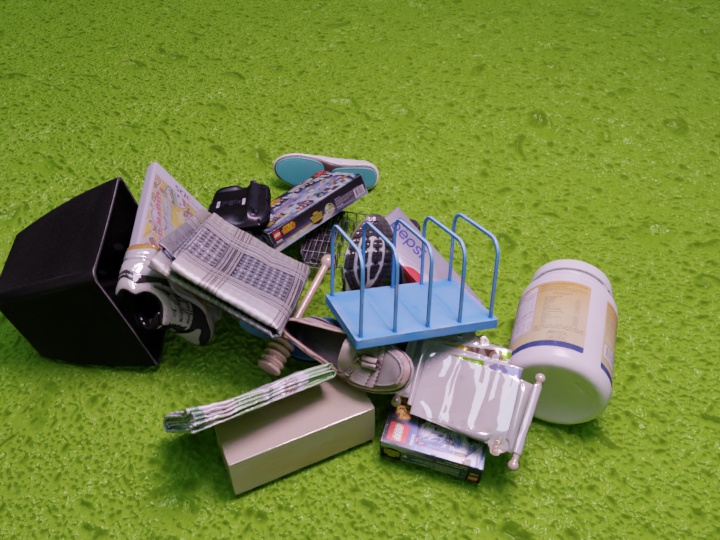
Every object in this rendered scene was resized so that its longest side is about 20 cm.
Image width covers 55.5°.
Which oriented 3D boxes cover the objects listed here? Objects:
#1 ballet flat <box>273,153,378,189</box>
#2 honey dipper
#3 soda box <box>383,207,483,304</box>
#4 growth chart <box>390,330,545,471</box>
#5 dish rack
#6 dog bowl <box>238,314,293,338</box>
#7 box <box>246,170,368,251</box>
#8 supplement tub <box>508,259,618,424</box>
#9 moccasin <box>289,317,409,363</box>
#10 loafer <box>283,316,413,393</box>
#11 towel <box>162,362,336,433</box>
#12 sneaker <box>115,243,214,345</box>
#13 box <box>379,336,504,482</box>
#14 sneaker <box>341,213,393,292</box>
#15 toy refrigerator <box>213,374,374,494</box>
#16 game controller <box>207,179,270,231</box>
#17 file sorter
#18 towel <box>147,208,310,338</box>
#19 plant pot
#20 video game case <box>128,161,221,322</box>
[{"bbox_3d":[-0.064,-0.187,1.286,0.196,0.070,0.070,4,46,-5],"label":"ballet flat"},{"bbox_3d":[-0.086,0.059,1.002,0.038,0.038,0.202,21,64,17],"label":"honey dipper"},{"bbox_3d":[0.091,0.006,1.045,0.068,0.063,0.200,-38,85,-28],"label":"soda box"},{"bbox_3d":[0.137,0.147,0.884,0.198,0.018,0.146,22,73,24],"label":"growth chart"},{"bbox_3d":[0.002,-0.037,1.147,0.196,0.055,0.155,8,45,7],"label":"dish rack"},{"bbox_3d":[-0.178,0.014,1.028,0.199,0.050,0.112,39,35,-5],"label":"dog bowl"},{"bbox_3d":[-0.102,-0.105,1.163,0.199,0.040,0.136,-36,27,-25],"label":"box"},{"bbox_3d":[0.287,0.096,0.969,0.142,0.146,0.201,15,47,12],"label":"supplement tub"},{"bbox_3d":[-0.018,0.114,0.982,0.197,0.068,0.081,-3,56,30],"label":"moccasin"},{"bbox_3d":[-0.024,0.108,0.896,0.198,0.063,0.073,19,87,38],"label":"loafer"},{"bbox_3d":[-0.145,0.161,0.879,0.198,0.149,0.031,-17,87,-31],"label":"towel"},{"bbox_3d":[-0.276,0.057,0.953,0.074,0.201,0.089,-8,47,21],"label":"sneaker"},{"bbox_3d":[0.117,0.178,0.945,0.135,0.040,0.201,14,48,10],"label":"box"},{"bbox_3d":[0.000,0.000,1.023,0.076,0.203,0.089,2,31,-15],"label":"sneaker"},{"bbox_3d":[-0.084,0.211,0.897,0.197,0.071,0.076,-18,42,-19],"label":"toy refrigerator"},{"bbox_3d":[-0.202,-0.105,1.142,0.103,0.043,0.200,-16,23,0],"label":"game controller"},{"bbox_3d":[0.066,0.004,0.903,0.197,0.125,0.139,-7,24,-18],"label":"file sorter"},{"bbox_3d":[-0.171,-0.008,0.946,0.198,0.035,0.193,29,28,-5],"label":"towel"},{"bbox_3d":[-0.399,0.018,0.987,0.174,0.202,0.201,-11,46,5],"label":"plant pot"},{"bbox_3d":[-0.275,-0.045,1.065,0.023,0.182,0.202,-25,43,20],"label":"video game case"}]
